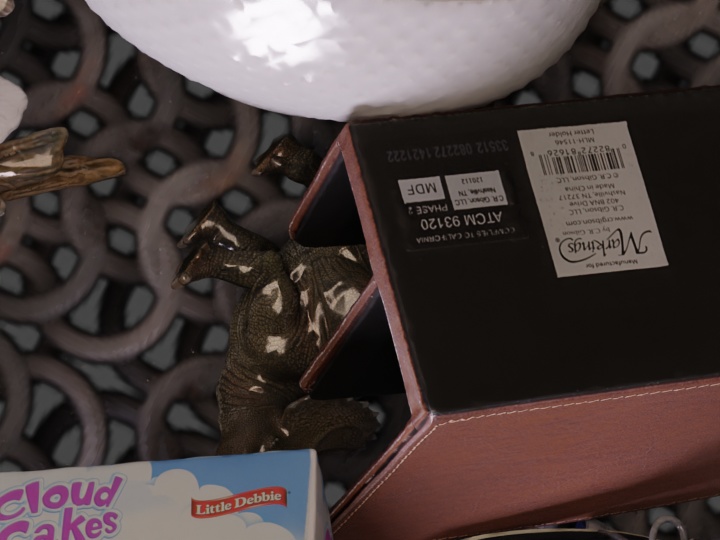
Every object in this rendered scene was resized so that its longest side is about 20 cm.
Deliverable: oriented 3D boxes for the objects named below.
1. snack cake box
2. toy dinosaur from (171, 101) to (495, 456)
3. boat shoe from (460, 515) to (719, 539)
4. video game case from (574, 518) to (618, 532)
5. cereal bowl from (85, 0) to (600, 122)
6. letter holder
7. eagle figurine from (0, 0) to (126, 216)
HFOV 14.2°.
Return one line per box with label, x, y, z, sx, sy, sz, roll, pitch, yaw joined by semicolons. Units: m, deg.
snack cake box;-0.060;0.145;0.950;0.114;0.200;0.067;-3;51;4
toy dinosaur;0.000;0.000;1.009;0.102;0.077;0.200;43;88;-12
boat shoe;0.108;0.119;0.944;0.199;0.062;0.075;9;64;14
video game case;0.117;0.216;1.015;0.181;0.045;0.201;25;94;1
cereal bowl;-0.015;-0.111;0.950;0.199;0.200;0.084;18;126;3
letter holder;0.078;0.017;0.956;0.199;0.142;0.101;-7;67;-22
eagle figurine;-0.174;-0.113;0.981;0.150;0.152;0.201;-7;97;24
